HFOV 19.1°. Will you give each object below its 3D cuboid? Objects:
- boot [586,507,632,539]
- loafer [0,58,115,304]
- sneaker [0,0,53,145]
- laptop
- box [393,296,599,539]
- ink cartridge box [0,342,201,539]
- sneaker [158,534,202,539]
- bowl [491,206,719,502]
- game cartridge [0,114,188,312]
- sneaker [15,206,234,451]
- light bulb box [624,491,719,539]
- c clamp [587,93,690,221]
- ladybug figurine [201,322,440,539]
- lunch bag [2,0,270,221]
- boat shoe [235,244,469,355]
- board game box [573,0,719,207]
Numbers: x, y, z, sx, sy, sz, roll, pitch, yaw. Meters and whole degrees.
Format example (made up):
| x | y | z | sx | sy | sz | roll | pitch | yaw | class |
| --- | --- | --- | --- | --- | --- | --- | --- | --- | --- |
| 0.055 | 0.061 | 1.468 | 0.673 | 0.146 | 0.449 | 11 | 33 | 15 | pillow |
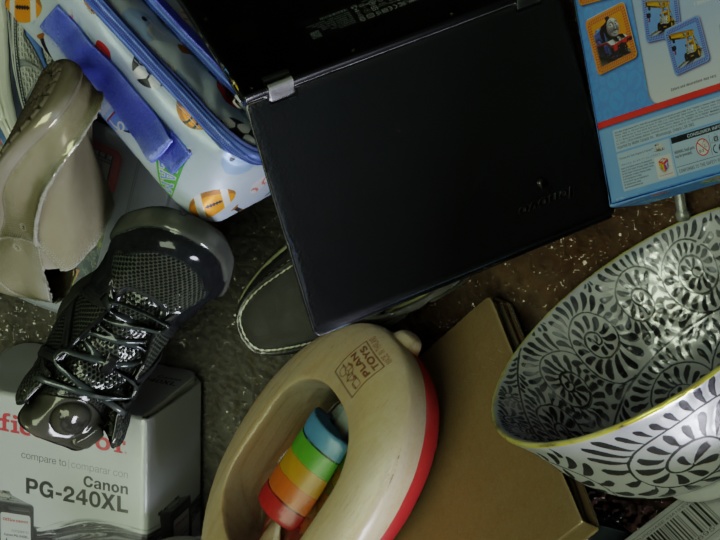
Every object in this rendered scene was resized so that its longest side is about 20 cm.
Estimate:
| x | y | z | sx | sy | sz | roll | pitch | yaw | class |
| --- | --- | --- | --- | --- | --- | --- | --- | --- | --- |
| 0.091 | 0.216 | 1.272 | 0.076 | 0.200 | 0.170 | 16 | 80 | -19 | boot |
| -0.168 | -0.045 | 1.183 | 0.068 | 0.076 | 0.200 | 26 | 148 | -6 | loafer |
| -0.183 | -0.128 | 1.280 | 0.085 | 0.077 | 0.202 | -17 | 79 | 2 | sneaker |
| 0.013 | -0.102 | 1.164 | 0.200 | 0.186 | 0.116 | 57 | 160 | 36 | laptop |
| 0.039 | 0.137 | 1.257 | 0.200 | 0.021 | 0.164 | -42 | 49 | 27 | box |
| -0.182 | 0.161 | 1.374 | 0.144 | 0.083 | 0.202 | 8 | 108 | 21 | ink cartridge box |
| -0.060 | 0.229 | 1.301 | 0.199 | 0.088 | 0.082 | 28 | 94 | -12 | sneaker |
| 0.177 | 0.061 | 1.146 | 0.200 | 0.201 | 0.094 | -26 | 110 | 27 | bowl |
| -0.193 | -0.045 | 1.350 | 0.199 | 0.041 | 0.134 | 22 | 116 | 16 | game cartridge |
| -0.136 | 0.040 | 1.227 | 0.076 | 0.115 | 0.199 | 27 | 149 | -17 | sneaker |
| 0.220 | 0.228 | 1.131 | 0.198 | 0.125 | 0.201 | -36 | 108 | -1 | light bulb box |
| 0.087 | -0.113 | 1.214 | 0.198 | 0.027 | 0.172 | 2 | 104 | 23 | c clamp |
| -0.017 | 0.120 | 1.251 | 0.201 | 0.072 | 0.136 | -54 | 43 | 18 | ladybug figurine |
| -0.102 | -0.122 | 1.218 | 0.200 | 0.160 | 0.076 | 47 | 118 | 5 | lunch bag |
| 0.001 | 0.001 | 1.261 | 0.200 | 0.066 | 0.072 | -24 | 94 | 27 | boat shoe |
| 0.175 | -0.147 | 1.106 | 0.151 | 0.036 | 0.202 | -16 | 83 | 49 | board game box |
